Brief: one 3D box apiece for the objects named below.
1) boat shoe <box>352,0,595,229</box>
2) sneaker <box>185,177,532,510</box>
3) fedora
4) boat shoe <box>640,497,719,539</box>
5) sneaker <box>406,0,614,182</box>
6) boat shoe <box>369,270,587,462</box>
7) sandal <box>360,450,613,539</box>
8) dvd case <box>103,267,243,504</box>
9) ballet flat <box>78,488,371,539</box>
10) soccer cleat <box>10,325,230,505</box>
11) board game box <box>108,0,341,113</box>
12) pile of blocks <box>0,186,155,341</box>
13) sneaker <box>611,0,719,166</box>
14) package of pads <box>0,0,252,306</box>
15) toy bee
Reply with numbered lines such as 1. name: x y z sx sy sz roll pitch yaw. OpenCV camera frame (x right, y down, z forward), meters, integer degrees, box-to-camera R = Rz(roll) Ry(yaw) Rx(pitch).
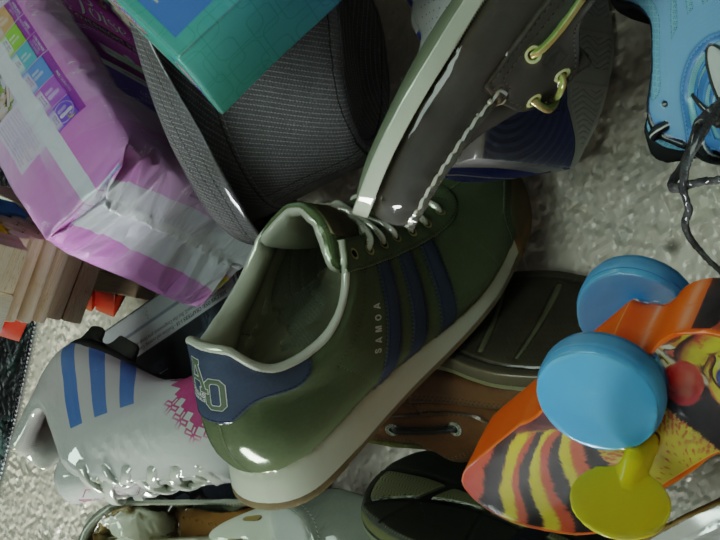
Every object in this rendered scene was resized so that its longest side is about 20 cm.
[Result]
1. boat shoe: 0.065 -0.098 0.724 0.060 0.072 0.201 29 98 -4
2. sneaker: 0.000 0.000 0.783 0.067 0.200 0.090 14 142 40
3. fedora: -0.042 -0.114 0.879 0.090 0.177 0.200 -18 63 12
4. boat shoe: 0.176 0.104 0.698 0.200 0.071 0.069 -31 76 31
5. sneaker: 0.045 -0.134 0.835 0.115 0.080 0.200 -7 79 48
6. boat shoe: 0.052 0.046 0.837 0.200 0.072 0.068 4 127 34
7. sandal: 0.083 0.141 0.806 0.201 0.080 0.057 30 137 42
8. dvd case: -0.081 0.109 0.988 0.150 0.025 0.200 -32 68 40
9. ballet flat: -0.065 0.142 0.910 0.200 0.064 0.068 -7 86 44
10. soccer cleat: -0.101 0.089 0.928 0.200 0.070 0.086 13 63 50
11. board game box: -0.033 -0.181 0.775 0.200 0.045 0.152 -44 55 -3
12. pile of blocks: -0.176 0.000 0.965 0.082 0.200 0.062 26 101 21
13. sneaker: 0.158 -0.056 0.714 0.090 0.078 0.200 -38 56 26
14. package of pads: -0.138 -0.077 0.960 0.076 0.120 0.200 -46 52 10
15. toy bee: 0.119 0.046 0.680 0.109 0.131 0.200 33 154 3
